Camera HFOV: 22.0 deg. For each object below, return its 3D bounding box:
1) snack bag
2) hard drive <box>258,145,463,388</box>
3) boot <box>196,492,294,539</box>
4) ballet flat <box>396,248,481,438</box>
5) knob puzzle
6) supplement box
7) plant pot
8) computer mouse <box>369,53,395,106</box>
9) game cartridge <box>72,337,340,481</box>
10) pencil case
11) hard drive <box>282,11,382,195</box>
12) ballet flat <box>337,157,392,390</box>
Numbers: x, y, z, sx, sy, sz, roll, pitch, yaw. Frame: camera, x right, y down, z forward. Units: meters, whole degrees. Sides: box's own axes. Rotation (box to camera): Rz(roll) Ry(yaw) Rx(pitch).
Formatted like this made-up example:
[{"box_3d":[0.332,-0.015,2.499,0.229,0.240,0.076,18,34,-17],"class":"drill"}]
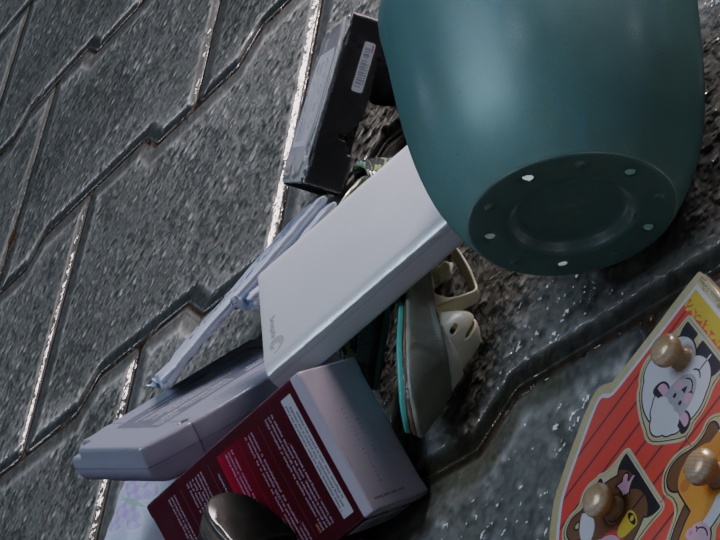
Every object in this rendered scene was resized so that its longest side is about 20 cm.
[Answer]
[{"box_3d":[-0.096,0.024,1.482,0.200,0.021,0.189,-49,4,-8],"class":"snack bag"},{"box_3d":[0.009,-0.019,1.275,0.200,0.027,0.132,-41,27,19],"class":"hard drive"},{"box_3d":[-0.073,0.265,1.238,0.200,0.069,0.175,49,128,35],"class":"boot"},{"box_3d":[0.051,0.030,1.258,0.201,0.063,0.068,-95,-4,-51],"class":"ballet flat"},{"box_3d":[0.154,0.115,1.004,0.220,0.030,0.220,-45,31,35],"class":"knob puzzle"},{"box_3d":[-0.055,0.158,1.278,0.200,0.061,0.109,-41,71,38],"class":"supplement box"},{"box_3d":[0.116,-0.095,1.110,0.200,0.200,0.162,-39,44,41],"class":"plant pot"},{"box_3d":[0.073,-0.211,1.467,0.201,0.053,0.138,-62,20,0],"class":"computer mouse"},{"box_3d":[-0.107,0.101,1.392,0.200,0.041,0.133,-31,10,-33],"class":"game cartridge"},{"box_3d":[-0.171,0.228,1.468,0.090,0.083,0.201,3,67,52],"class":"pencil case"},{"box_3d":[-0.023,-0.132,1.505,0.200,0.038,0.141,-151,78,-83],"class":"hard drive"},{"box_3d":[0.000,0.000,1.373,0.074,0.074,0.201,-33,34,47],"class":"ballet flat"}]
